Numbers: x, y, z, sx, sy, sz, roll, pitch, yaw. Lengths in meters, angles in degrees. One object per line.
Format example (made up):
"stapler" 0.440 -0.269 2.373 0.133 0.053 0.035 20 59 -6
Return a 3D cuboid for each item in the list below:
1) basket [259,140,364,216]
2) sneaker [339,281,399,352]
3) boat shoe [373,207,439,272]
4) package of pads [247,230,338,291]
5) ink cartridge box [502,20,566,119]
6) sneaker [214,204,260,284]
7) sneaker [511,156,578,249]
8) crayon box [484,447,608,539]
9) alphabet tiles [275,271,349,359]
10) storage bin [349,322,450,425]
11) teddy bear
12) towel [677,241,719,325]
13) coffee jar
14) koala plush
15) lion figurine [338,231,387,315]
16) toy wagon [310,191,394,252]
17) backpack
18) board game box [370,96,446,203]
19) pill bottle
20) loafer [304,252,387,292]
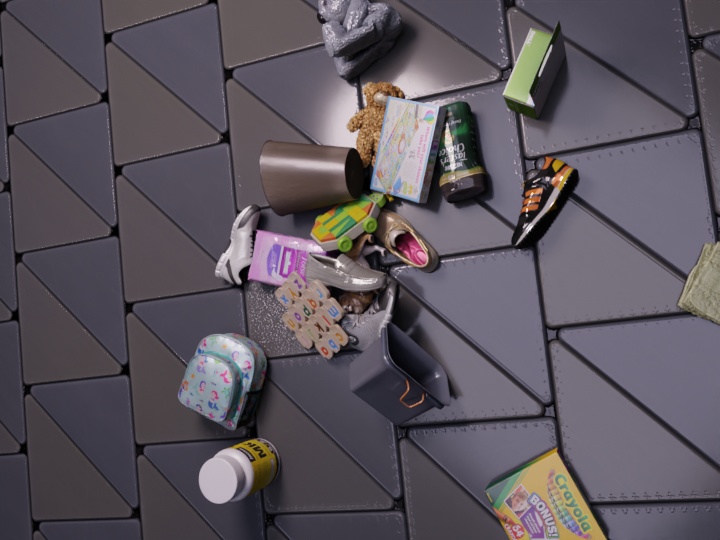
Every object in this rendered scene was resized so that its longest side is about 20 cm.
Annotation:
"basket" -0.102 -0.208 1.603 0.197 0.137 0.182 1 128 22
"sneaker" 0.012 0.100 1.551 0.114 0.075 0.203 18 122 6
"boat shoe" 0.087 -0.073 1.581 0.199 0.069 0.074 38 100 17
"package of pads" -0.157 -0.017 1.662 0.197 0.076 0.123 12 94 20
"ink cartridge box" 0.344 -0.407 1.438 0.075 0.200 0.150 25 95 19
"sneaker" -0.272 -0.059 1.712 0.079 0.074 0.203 27 105 16
"sneaker" 0.363 -0.141 1.495 0.090 0.070 0.201 40 100 32
"crayon box" 0.375 0.493 1.455 0.171 0.058 0.202 -33 77 15
"alphabet tiles" -0.107 0.100 1.602 0.196 0.015 0.200 51 140 5
"storage bin" 0.075 0.236 1.506 0.134 0.147 0.199 -38 118 24
"teddy bear" 0.038 -0.322 1.613 0.144 0.067 0.202 30 98 16
"towel" 0.724 0.045 1.367 0.198 0.036 0.150 28 96 19
"coffee jar" 0.206 -0.249 1.540 0.103 0.085 0.204 -15 83 19
"koala plush" -0.023 -0.572 1.603 0.182 0.177 0.202 -31 77 3
"lion figurine" 0.000 0.000 1.597 0.121 0.072 0.204 -1 90 42
"toy wagon" -0.017 -0.119 1.586 0.199 0.040 0.155 -37 33 -6
"backpack" -0.317 0.248 1.673 0.175 0.150 0.203 22 90 20
"board game box" 0.100 -0.259 1.541 0.133 0.034 0.203 21 105 35
"pill bottle" -0.269 0.448 1.611 0.112 0.200 0.117 -1 87 19
"loafer" -0.035 0.001 1.531 0.197 0.070 0.071 7 109 27
